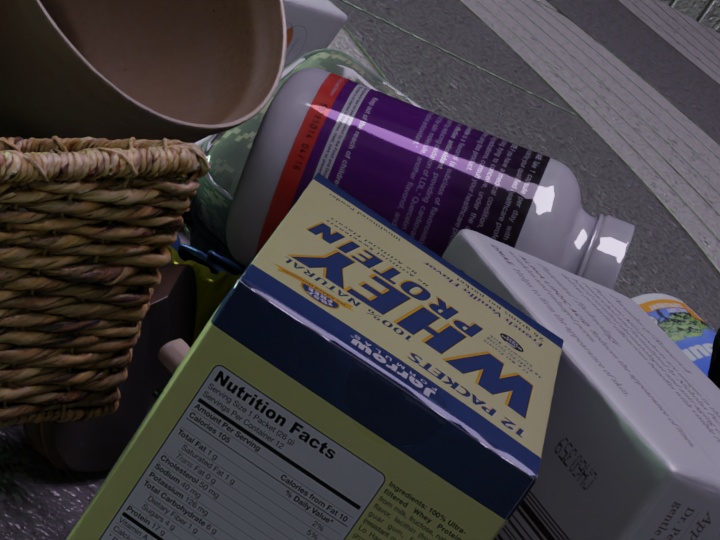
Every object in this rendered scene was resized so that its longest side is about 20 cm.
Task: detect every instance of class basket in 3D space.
[{"bbox_3d":[-0.190,-0.025,1.096,0.200,0.149,0.143,-5,39,-40],"label":"basket"}]

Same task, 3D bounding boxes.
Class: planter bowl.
[{"bbox_3d":[-0.155,-0.136,1.320,0.200,0.135,0.200,32,44,-37],"label":"planter bowl"}]

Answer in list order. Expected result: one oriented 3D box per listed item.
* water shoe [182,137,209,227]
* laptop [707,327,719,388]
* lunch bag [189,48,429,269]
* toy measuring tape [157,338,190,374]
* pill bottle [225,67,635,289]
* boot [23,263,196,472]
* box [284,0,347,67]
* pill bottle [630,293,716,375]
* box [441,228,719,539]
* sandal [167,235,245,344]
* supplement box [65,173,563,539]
[{"bbox_3d":[-0.060,-0.045,1.650,0.079,0.072,0.200,44,19,26],"label":"water shoe"},{"bbox_3d":[0.260,0.153,1.463,0.103,0.178,0.200,4,21,-8],"label":"laptop"},{"bbox_3d":[0.000,0.000,1.487,0.200,0.168,0.139,36,60,14],"label":"lunch bag"},{"bbox_3d":[-0.046,0.089,1.264,0.200,0.074,0.074,26,16,-52],"label":"toy measuring tape"},{"bbox_3d":[0.037,-0.023,1.340,0.200,0.113,0.112,21,15,4],"label":"pill bottle"},{"bbox_3d":[-0.141,0.046,1.263,0.075,0.074,0.200,5,18,9],"label":"boot"},{"bbox_3d":[-0.131,-0.145,1.653,0.106,0.152,0.200,41,16,26],"label":"box"},{"bbox_3d":[0.231,0.113,1.693,0.112,0.112,0.200,19,21,-44],"label":"pill bottle"},{"bbox_3d":[0.081,0.125,1.184,0.131,0.199,0.200,22,19,-39],"label":"box"},{"bbox_3d":[-0.117,0.005,1.399,0.200,0.080,0.087,36,0,-4],"label":"sandal"},{"bbox_3d":[-0.030,0.095,1.045,0.134,0.200,0.200,34,15,-2],"label":"supplement box"}]
